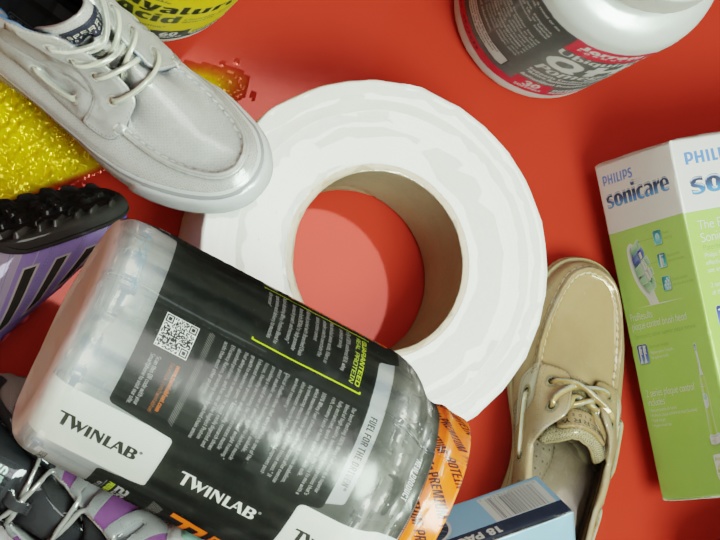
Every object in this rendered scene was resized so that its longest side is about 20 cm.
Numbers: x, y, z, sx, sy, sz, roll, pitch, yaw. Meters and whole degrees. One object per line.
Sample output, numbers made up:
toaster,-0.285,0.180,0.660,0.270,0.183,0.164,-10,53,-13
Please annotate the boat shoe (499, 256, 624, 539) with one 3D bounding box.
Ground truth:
boat shoe,0.120,0.089,1.210,0.071,0.064,0.202,12,79,-15

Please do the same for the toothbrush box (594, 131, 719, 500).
toothbrush box,0.234,0.020,1.235,0.144,0.086,0.202,-11,88,-27

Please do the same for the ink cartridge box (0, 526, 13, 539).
ink cartridge box,-0.208,0.235,1.089,0.200,0.041,0.200,-44,89,-11

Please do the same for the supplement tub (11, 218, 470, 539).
supplement tub,-0.055,0.070,1.021,0.199,0.122,0.123,28,76,-11

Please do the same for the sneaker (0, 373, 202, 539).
sneaker,-0.159,0.118,1.046,0.139,0.200,0.078,26,107,-40

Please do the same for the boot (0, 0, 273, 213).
boot,-0.136,-0.105,1.104,0.199,0.096,0.074,31,76,13

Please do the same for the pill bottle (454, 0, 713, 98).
pill bottle,0.132,-0.166,1.174,0.110,0.200,0.112,2,83,-16

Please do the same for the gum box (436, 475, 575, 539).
gum box,0.036,0.227,1.130,0.169,0.045,0.202,-17,118,-19

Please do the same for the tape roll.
tape roll,0.000,0.000,1.182,0.200,0.071,0.205,2,82,-18

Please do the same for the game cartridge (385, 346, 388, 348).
game cartridge,-0.041,0.131,1.123,0.132,0.041,0.202,7,107,-2

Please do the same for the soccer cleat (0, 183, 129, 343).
soccer cleat,-0.207,0.018,1.126,0.199,0.068,0.074,-28,115,-22

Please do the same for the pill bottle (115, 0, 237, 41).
pill bottle,-0.090,-0.193,1.109,0.110,0.200,0.113,2,82,-16
